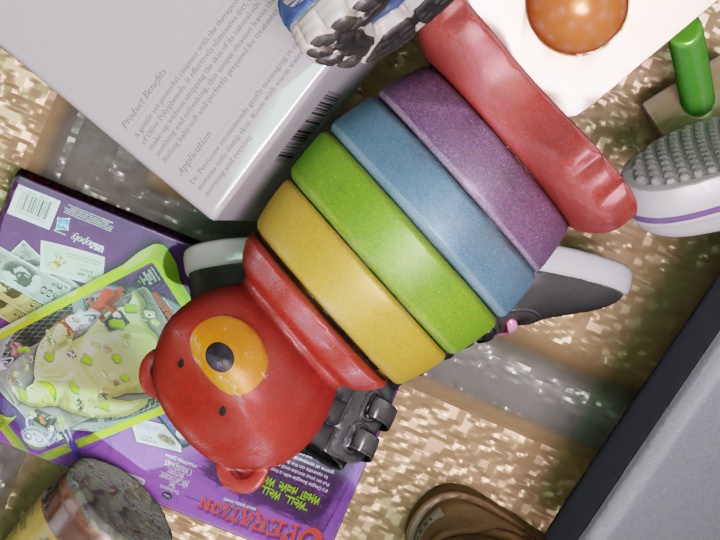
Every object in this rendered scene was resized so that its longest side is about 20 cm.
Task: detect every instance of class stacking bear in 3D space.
[{"bbox_3d":[0.000,0.000,0.967,0.200,0.114,0.122,-42,79,1],"label":"stacking bear"}]

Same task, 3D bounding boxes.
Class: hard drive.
[{"bbox_3d":[0.185,0.061,1.051,0.139,0.033,0.201,10,125,-32],"label":"hard drive"}]

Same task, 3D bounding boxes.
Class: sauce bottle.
[{"bbox_3d":[-0.165,0.176,1.092,0.065,0.065,0.200,36,109,-9],"label":"sauce bottle"}]

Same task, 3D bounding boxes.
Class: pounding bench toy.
[{"bbox_3d":[0.111,-0.127,1.007,0.124,0.156,0.200,-40,101,5],"label":"pounding bench toy"}]

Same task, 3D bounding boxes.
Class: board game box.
[{"bbox_3d":[-0.086,0.046,1.096,0.199,0.032,0.121,23,96,-7],"label":"board game box"}]

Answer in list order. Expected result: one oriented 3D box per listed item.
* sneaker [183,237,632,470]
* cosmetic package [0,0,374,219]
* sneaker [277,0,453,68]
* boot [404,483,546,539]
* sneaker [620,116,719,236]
[{"bbox_3d":[0.022,0.037,1.050,0.198,0.071,0.100,-1,81,-6],"label":"sneaker"},{"bbox_3d":[-0.097,-0.123,1.002,0.200,0.085,0.108,41,98,8],"label":"cosmetic package"},{"bbox_3d":[0.038,-0.168,0.887,0.199,0.079,0.089,-37,74,5],"label":"sneaker"},{"bbox_3d":[0.092,0.174,1.041,0.174,0.200,0.067,26,99,-7],"label":"boot"},{"bbox_3d":[0.203,-0.016,1.049,0.199,0.073,0.115,-13,110,-27],"label":"sneaker"}]
